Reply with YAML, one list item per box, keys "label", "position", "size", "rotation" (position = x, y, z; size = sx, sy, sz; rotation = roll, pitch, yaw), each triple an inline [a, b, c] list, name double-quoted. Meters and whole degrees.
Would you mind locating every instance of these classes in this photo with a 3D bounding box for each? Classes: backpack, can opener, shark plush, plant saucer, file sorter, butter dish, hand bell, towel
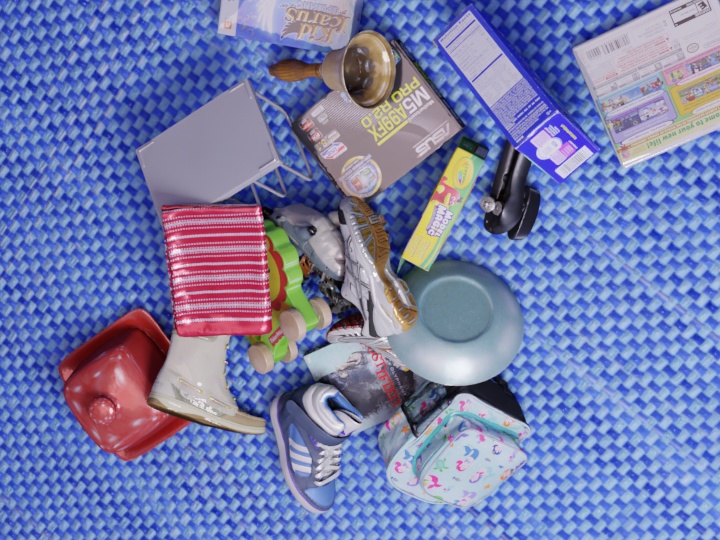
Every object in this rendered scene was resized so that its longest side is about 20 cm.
- label: "backpack"
  position: [0.130, 0.250, 1.624]
  size: [0.177, 0.151, 0.200]
  rotation: [30, 120, -34]
- label: "can opener"
  position: [0.217, -0.143, 1.580]
  size: [0.063, 0.078, 0.201]
  rotation: [20, 105, 45]
- label: "shark plush"
  position: [-0.099, -0.048, 1.621]
  size: [0.199, 0.091, 0.084]
  rotation: [14, 117, 29]
- label: "plant saucer"
  position: [0.133, 0.062, 1.580]
  size: [0.200, 0.039, 0.202]
  rotation: [1, 59, -2]
- label: "file sorter"
  position: [-0.190, -0.147, 1.612]
  size: [0.200, 0.124, 0.139]
  rotation: [-29, 68, 17]
- label: "butter dish"
  position: [-0.371, 0.195, 1.732]
  size: [0.199, 0.148, 0.200]
  rotation: [-34, 94, 18]
- label: "hand bell"
  position: [-0.058, -0.281, 1.569]
  size: [0.200, 0.104, 0.105]
  rotation: [11, 107, 43]
- label: "towel"
  position: [-0.200, 0.003, 1.573]
  size: [0.144, 0.023, 0.201]
  rotation: [-1, 116, 4]

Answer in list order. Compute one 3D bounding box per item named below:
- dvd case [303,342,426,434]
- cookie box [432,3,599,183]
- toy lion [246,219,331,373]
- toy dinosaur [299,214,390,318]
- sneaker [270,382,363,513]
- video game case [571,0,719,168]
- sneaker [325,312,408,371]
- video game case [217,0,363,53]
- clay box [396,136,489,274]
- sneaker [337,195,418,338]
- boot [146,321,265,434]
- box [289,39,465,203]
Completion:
- label: "dvd case"
  position: [0.031, 0.152, 1.699]
  size: [0.199, 0.022, 0.146]
  rotation: [-24, 96, 15]
- label: "cookie box"
  position: [0.202, -0.227, 1.463]
  size: [0.075, 0.171, 0.200]
  rotation: [-40, 63, 16]
- label: "toy lion"
  position: [-0.136, 0.029, 1.653]
  size: [0.192, 0.069, 0.200]
  rotation: [58, 143, 11]
- label: "toy dinosaur"
  position: [-0.034, -0.005, 1.657]
  size: [0.200, 0.102, 0.136]
  rotation: [-36, 77, 46]
- label: "sneaker"
  position: [-0.049, 0.266, 1.689]
  size: [0.146, 0.080, 0.201]
  rotation: [-17, 93, 42]
- label: "video game case"
  position: [0.413, -0.260, 1.523]
  size: [0.199, 0.022, 0.183]
  rotation: [-23, 96, 16]
- label: "sneaker"
  position: [0.047, 0.108, 1.635]
  size: [0.199, 0.078, 0.083]
  rotation: [6, 104, 10]
- label: "video game case"
  position: [-0.093, -0.408, 1.589]
  size: [0.199, 0.045, 0.182]
  rotation: [11, 106, 10]
- label: "clay box"
  position: [0.114, -0.083, 1.579]
  size: [0.047, 0.115, 0.201]
  rotation: [26, 107, 3]
- label: "sneaker"
  position: [0.000, 0.000, 1.541]
  size: [0.087, 0.076, 0.201]
  rotation: [-24, 86, 34]
- label: "boot"
  position: [-0.215, 0.161, 1.721]
  size: [0.200, 0.072, 0.155]
  rotation: [23, 73, -30]
- label: "box"
  position: [0.024, -0.206, 1.608]
  size: [0.200, 0.044, 0.160]
  rotation: [-36, 91, 17]
